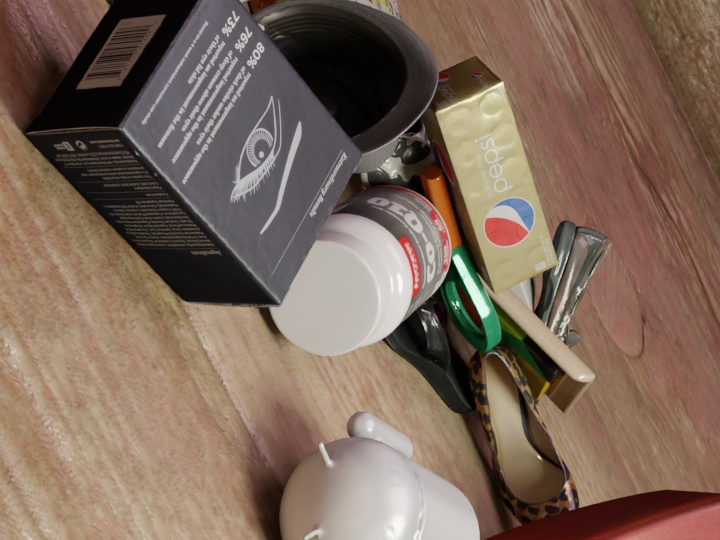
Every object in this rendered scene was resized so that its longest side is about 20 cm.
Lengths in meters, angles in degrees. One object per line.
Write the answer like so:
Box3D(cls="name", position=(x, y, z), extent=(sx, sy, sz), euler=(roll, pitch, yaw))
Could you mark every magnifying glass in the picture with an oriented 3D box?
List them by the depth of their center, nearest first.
Box3D(cls="magnifying glass", position=(0.088, -0.009, 1.667), extent=(0.080, 0.022, 0.200), euler=(41, -23, 50))

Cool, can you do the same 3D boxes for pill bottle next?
Box3D(cls="pill bottle", position=(0.000, 0.000, 1.544), extent=(0.114, 0.114, 0.200), euler=(64, 21, -5))

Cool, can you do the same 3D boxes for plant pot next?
Box3D(cls="plant pot", position=(0.254, 0.295, 1.634), extent=(0.200, 0.176, 0.200), euler=(65, -17, -2))

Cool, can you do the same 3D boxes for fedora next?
Box3D(cls="fedora", position=(-0.029, -0.145, 1.587), extent=(0.177, 0.200, 0.090), euler=(-51, 155, -24))

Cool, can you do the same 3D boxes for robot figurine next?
Box3D(cls="robot figurine", position=(0.014, 0.193, 1.372), extent=(0.200, 0.113, 0.170), euler=(38, 42, -51))

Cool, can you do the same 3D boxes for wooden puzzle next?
Box3D(cls="wooden puzzle", position=(0.144, 0.061, 1.783), extent=(0.185, 0.037, 0.200), euler=(45, -8, 10))

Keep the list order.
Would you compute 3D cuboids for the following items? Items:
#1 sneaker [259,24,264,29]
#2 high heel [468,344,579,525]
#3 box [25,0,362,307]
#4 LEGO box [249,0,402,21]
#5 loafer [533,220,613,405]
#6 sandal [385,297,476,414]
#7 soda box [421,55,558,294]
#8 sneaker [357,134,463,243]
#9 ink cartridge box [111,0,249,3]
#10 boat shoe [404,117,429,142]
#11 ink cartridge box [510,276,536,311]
Box3D(cls="sneaker", position=(-0.143, -0.141, 1.454), extent=(0.084, 0.073, 0.200), euler=(25, 41, -6))
Box3D(cls="high heel", position=(0.154, 0.170, 1.744), extent=(0.143, 0.071, 0.200), euler=(67, 1, -61))
Box3D(cls="box", position=(-0.113, -0.089, 1.309), extent=(0.200, 0.104, 0.148), euler=(51, 55, -36))
Box3D(cls="LEGO box", position=(-0.031, -0.252, 1.794), extent=(0.200, 0.077, 0.149), euler=(20, 49, -62))
Box3D(cls="loafer", position=(0.213, 0.051, 1.923), extent=(0.072, 0.063, 0.201), euler=(-93, -163, -81))
Box3D(cls="sandal", position=(0.068, 0.060, 1.735), extent=(0.200, 0.048, 0.076), euler=(47, 28, -42))
Box3D(cls="soda box", position=(0.111, -0.083, 1.621), extent=(0.064, 0.068, 0.200), euler=(-124, -168, -56))
Box3D(cls="sneaker", position=(0.068, -0.090, 1.697), extent=(0.200, 0.081, 0.083), euler=(28, 11, -34))
Box3D(cls="ink cartridge box", position=(-0.117, -0.277, 1.519), extent=(0.085, 0.146, 0.200), euler=(65, 20, 3))
Box3D(cls="boat shoe", position=(0.037, -0.106, 1.758), extent=(0.068, 0.072, 0.201), euler=(30, 66, -51))
Box3D(cls="ink cartridge box", position=(0.144, -0.040, 1.974), extent=(0.200, 0.068, 0.116), euler=(-78, 151, -58))
